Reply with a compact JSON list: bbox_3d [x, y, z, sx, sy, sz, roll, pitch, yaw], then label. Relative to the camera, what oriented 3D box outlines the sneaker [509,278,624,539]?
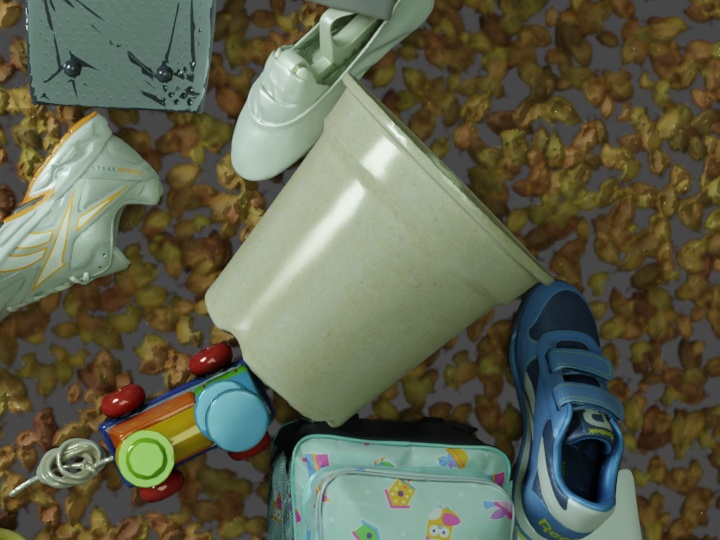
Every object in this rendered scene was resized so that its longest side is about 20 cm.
[{"bbox_3d":[0.155,0.099,1.041,0.073,0.082,0.202,8,69,-20],"label":"sneaker"}]

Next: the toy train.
[{"bbox_3d":[-0.154,0.127,0.997,0.199,0.116,0.085,-25,95,-7],"label":"toy train"}]

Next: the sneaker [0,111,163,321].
[{"bbox_3d":[-0.215,-0.008,1.008,0.092,0.076,0.201,37,87,-12],"label":"sneaker"}]

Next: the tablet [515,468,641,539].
[{"bbox_3d":[0.172,0.261,1.079,0.129,0.014,0.202,-11,94,-32],"label":"tablet"}]

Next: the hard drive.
[{"bbox_3d":[-0.168,-0.214,1.021,0.133,0.042,0.202,2,91,-8],"label":"hard drive"}]

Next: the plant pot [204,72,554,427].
[{"bbox_3d":[0.000,0.000,0.993,0.200,0.201,0.184,43,97,-7],"label":"plant pot"}]

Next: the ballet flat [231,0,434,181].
[{"bbox_3d":[-0.028,-0.153,1.029,0.069,0.069,0.200,45,84,-7],"label":"ballet flat"}]

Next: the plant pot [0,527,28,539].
[{"bbox_3d":[-0.271,0.306,0.957,0.199,0.201,0.190,-23,110,-7],"label":"plant pot"}]

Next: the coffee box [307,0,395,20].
[{"bbox_3d":[-0.008,-0.289,0.992,0.112,0.080,0.202,14,73,0],"label":"coffee box"}]

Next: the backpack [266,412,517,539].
[{"bbox_3d":[0.019,0.214,1.012,0.174,0.153,0.202,5,98,-14],"label":"backpack"}]
